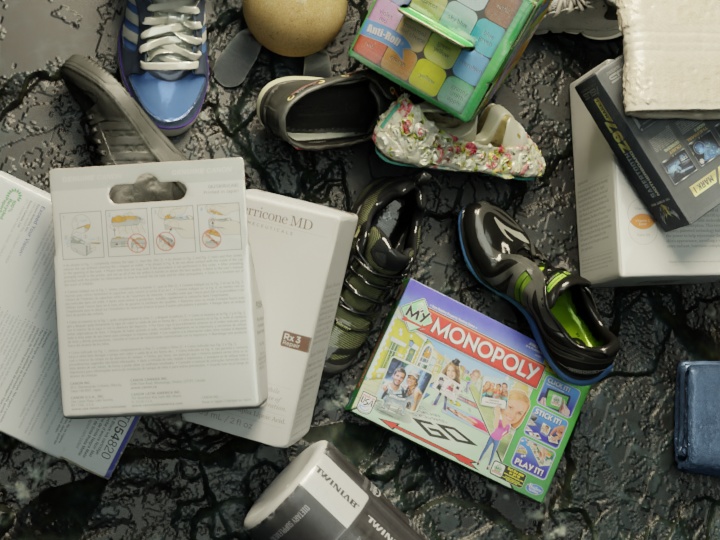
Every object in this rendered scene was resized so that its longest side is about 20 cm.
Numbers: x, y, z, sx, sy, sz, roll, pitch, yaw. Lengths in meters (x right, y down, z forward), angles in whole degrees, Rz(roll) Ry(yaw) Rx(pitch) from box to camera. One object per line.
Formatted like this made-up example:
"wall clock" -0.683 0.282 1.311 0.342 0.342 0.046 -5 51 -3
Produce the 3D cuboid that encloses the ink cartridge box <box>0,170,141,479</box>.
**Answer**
"ink cartridge box" -0.257 0.046 1.098 0.200 0.041 0.200 28 95 -8

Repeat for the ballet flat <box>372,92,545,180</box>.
"ballet flat" 0.101 -0.120 1.170 0.200 0.076 0.064 1 123 -39

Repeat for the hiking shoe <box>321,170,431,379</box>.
"hiking shoe" 0.000 0.000 1.153 0.076 0.101 0.200 25 79 -9

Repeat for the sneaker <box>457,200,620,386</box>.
"sneaker" 0.167 0.011 1.187 0.071 0.083 0.200 -31 77 -31

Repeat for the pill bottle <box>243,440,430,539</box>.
"pill bottle" 0.004 0.249 1.124 0.200 0.106 0.106 44 77 -5

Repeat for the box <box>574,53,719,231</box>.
"box" 0.313 -0.152 1.166 0.200 0.051 0.158 -34 92 -16

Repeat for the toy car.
"toy car" -0.057 -0.252 1.175 0.164 0.158 0.200 13 110 -7

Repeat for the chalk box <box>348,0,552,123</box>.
"chalk box" 0.080 -0.216 1.116 0.124 0.200 0.124 32 119 5

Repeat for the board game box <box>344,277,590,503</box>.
"board game box" 0.102 0.111 1.201 0.200 0.029 0.135 26 80 -9

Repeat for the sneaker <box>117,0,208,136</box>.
"sneaker" -0.164 -0.227 1.118 0.080 0.146 0.200 1 83 -12

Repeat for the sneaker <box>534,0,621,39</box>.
"sneaker" 0.181 -0.261 1.215 0.200 0.115 0.075 -4 85 -13

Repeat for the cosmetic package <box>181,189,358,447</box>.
"cosmetic package" -0.077 0.038 1.109 0.101 0.074 0.200 13 98 12

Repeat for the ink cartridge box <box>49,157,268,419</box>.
"ink cartridge box" -0.162 0.016 1.055 0.162 0.057 0.200 -3 88 2

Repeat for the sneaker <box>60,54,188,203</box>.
"sneaker" -0.212 -0.083 1.135 0.104 0.060 0.200 -46 101 -16

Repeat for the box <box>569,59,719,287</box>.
"box" 0.275 -0.088 1.226 0.124 0.097 0.200 0 84 -13

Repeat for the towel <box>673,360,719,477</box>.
"towel" 0.395 0.146 1.253 0.200 0.049 0.112 6 82 -13

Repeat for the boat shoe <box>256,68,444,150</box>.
"boat shoe" 0.010 -0.148 1.176 0.201 0.063 0.074 -11 117 -21

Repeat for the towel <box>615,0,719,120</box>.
"towel" 0.314 -0.197 1.129 0.200 0.034 0.133 -1 81 -14
